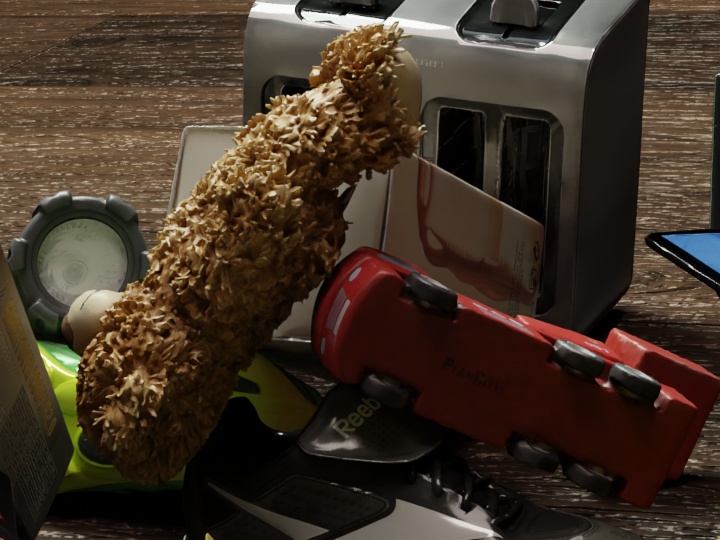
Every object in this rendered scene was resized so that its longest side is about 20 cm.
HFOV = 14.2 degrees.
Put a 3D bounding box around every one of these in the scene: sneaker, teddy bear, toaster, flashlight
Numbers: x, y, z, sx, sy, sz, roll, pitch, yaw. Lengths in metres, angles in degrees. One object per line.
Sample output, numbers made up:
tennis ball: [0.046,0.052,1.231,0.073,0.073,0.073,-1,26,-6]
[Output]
sneaker: [-0.101,0.068,1.255,0.199,0.075,0.083,2,-9,35]
teddy bear: [-0.047,-0.016,1.096,0.067,0.200,0.145,36,14,-15]
sneaker: [0.014,0.087,1.083,0.199,0.091,0.066,4,19,27]
toaster: [0.039,-0.052,1.414,0.180,0.201,0.119,10,22,19]
flashlight: [-0.133,0.009,1.356,0.068,0.068,0.200,2,-9,-6]

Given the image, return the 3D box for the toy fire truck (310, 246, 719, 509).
toy fire truck: [0.064,0.039,1.140,0.199,0.049,0.141,23,7,-18]

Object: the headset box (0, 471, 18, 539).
headset box: [-0.197,0.100,1.004,0.148,0.077,0.200,28,10,-16]

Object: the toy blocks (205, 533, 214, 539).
toy blocks: [0.015,0.151,0.890,0.136,0.101,0.200,6,15,-4]

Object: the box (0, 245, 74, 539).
box: [-0.204,0.025,1.118,0.158,0.200,0.049,15,64,13]

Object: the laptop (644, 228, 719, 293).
laptop: [0.242,-0.028,1.081,0.200,0.103,0.177,-49,42,-3]

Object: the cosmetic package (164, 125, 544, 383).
cosmetic package: [0.000,0.000,1.258,0.103,0.088,0.200,6,-6,21]

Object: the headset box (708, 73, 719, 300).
headset box: [0.262,-0.020,1.258,0.199,0.093,0.174,0,-14,14]

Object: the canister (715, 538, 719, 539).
canister: [0.184,0.139,0.868,0.148,0.087,0.200,-7,15,-9]
